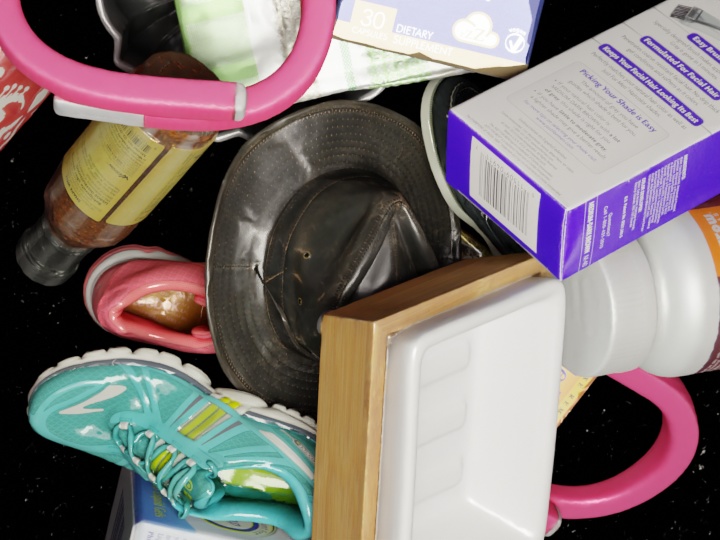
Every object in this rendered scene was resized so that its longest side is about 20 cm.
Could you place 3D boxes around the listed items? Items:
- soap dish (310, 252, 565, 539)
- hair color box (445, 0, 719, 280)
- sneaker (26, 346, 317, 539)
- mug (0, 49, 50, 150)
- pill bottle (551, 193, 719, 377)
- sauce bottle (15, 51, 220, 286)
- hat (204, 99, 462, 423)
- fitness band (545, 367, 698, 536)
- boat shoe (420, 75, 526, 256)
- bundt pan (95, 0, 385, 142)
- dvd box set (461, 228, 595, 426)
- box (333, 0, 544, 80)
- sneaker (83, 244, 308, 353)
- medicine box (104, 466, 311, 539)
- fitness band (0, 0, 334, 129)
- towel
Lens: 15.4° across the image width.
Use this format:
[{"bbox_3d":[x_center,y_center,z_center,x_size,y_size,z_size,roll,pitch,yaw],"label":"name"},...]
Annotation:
[{"bbox_3d":[0.042,0.094,1.553,0.157,0.081,0.200,-21,124,-44],"label":"soap dish"},{"bbox_3d":[0.160,-0.084,1.569,0.200,0.109,0.065,-28,142,-25],"label":"hair color box"},{"bbox_3d":[-0.104,0.105,1.587,0.200,0.080,0.078,17,126,-2],"label":"sneaker"},{"bbox_3d":[-0.305,-0.093,1.607,0.200,0.133,0.178,-45,105,2],"label":"mug"},{"bbox_3d":[0.215,0.005,1.611,0.200,0.110,0.110,-9,105,-25],"label":"pill bottle"},{"bbox_3d":[-0.152,-0.057,1.616,0.066,0.066,0.200,36,135,-13],"label":"sauce bottle"},{"bbox_3d":[0.000,0.000,1.600,0.200,0.081,0.201,-5,101,-28],"label":"hat"},{"bbox_3d":[0.121,0.096,1.679,0.200,0.037,0.144,28,119,-30],"label":"fitness band"},{"bbox_3d":[0.105,-0.038,1.647,0.075,0.066,0.200,-42,115,-41],"label":"boat shoe"},{"bbox_3d":[-0.064,-0.182,1.635,0.202,0.076,0.202,-2,104,-6],"label":"bundt pan"},{"bbox_3d":[0.046,0.047,1.724,0.200,0.029,0.146,35,97,-12],"label":"dvd box set"},{"bbox_3d":[0.061,-0.220,1.557,0.121,0.032,0.200,12,100,-6],"label":"box"},{"bbox_3d":[-0.072,0.030,1.649,0.200,0.087,0.074,2,103,-6],"label":"sneaker"},{"bbox_3d":[-0.058,0.193,1.671,0.200,0.182,0.103,12,102,-9],"label":"medicine box"},{"bbox_3d":[-0.114,-0.154,1.519,0.200,0.037,0.144,6,72,-4],"label":"fitness band"},{"bbox_3d":[-0.014,-0.179,1.592,0.200,0.031,0.149,-11,102,-1],"label":"towel"}]
